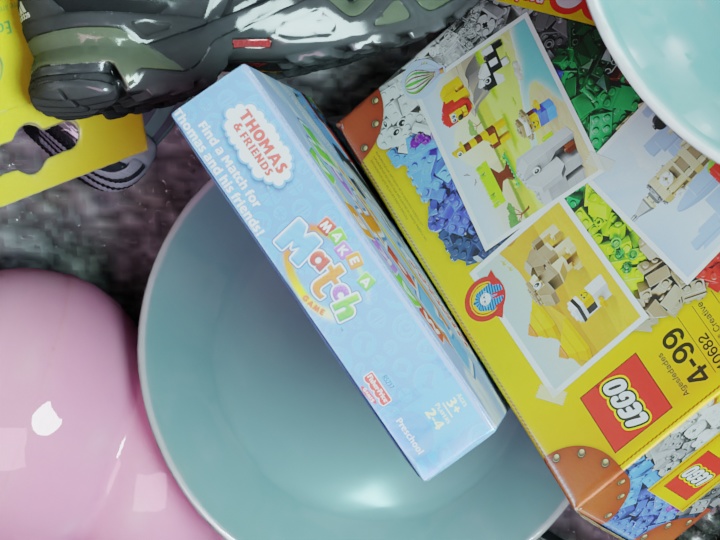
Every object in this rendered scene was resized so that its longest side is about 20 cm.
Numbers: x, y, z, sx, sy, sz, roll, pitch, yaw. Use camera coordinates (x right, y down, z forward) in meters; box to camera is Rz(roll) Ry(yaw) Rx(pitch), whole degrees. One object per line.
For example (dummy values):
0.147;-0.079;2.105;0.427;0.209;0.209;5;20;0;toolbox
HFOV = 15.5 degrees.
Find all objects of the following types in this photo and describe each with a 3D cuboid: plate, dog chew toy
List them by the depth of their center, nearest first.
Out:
0.006;0.035;1.089;0.199;0.026;0.201;2;80;-11;plate
-0.098;0.077;1.123;0.199;0.125;0.125;21;116;-11;dog chew toy

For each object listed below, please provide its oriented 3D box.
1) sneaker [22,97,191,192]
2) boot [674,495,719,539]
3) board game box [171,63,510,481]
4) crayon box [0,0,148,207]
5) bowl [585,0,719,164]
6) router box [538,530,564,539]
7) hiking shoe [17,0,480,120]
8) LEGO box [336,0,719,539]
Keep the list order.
-0.148;-0.123;1.076;0.200;0.074;0.088;40;79;-1;sneaker
0.140;0.042;1.049;0.079;0.158;0.212;-8;113;11;boot
0.000;0.000;0.979;0.037;0.200;0.152;-35;88;6;board game box
-0.156;-0.122;0.964;0.051;0.127;0.201;-4;103;41;crayon box
0.181;-0.127;0.896;0.200;0.105;0.202;4;100;24;bowl
0.106;0.196;1.129;0.200;0.150;0.062;31;115;-8;router box
-0.037;-0.122;0.981;0.199;0.076;0.101;-16;93;-30;hiking shoe
0.105;-0.020;0.993;0.149;0.200;0.077;-40;145;12;LEGO box
